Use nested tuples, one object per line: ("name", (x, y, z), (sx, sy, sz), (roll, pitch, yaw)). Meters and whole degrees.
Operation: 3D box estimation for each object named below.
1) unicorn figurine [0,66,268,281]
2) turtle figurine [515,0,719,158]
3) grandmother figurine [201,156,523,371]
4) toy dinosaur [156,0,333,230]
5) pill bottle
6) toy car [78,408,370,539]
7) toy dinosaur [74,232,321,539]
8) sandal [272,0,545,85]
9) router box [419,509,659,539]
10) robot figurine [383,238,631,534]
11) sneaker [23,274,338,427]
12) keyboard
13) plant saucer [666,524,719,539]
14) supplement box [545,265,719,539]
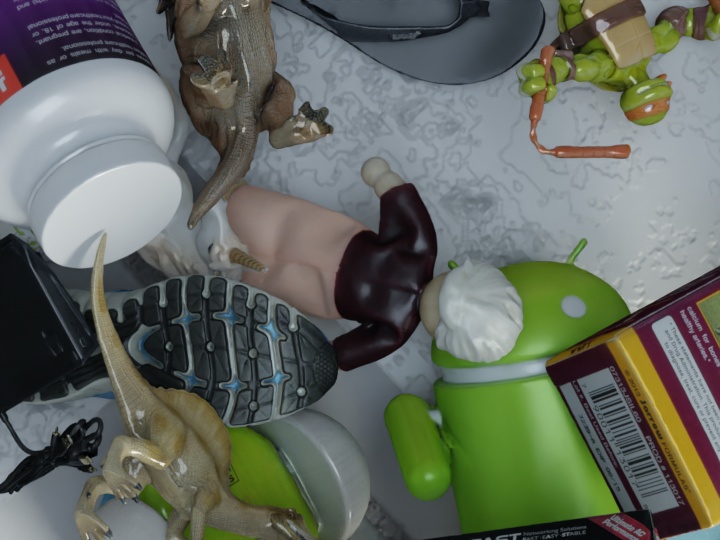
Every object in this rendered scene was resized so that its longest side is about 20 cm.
("unicorn figurine", (-0.136, -0.045, 1.384), (0.199, 0.074, 0.138), (-14, 84, 23))
("turtle figurine", (0.141, -0.146, 1.406), (0.199, 0.064, 0.162), (-23, 88, -31))
("grandmother figurine", (0.000, 0.000, 1.366), (0.199, 0.060, 0.122), (20, 102, 31))
("toy dinosaur", (-0.072, -0.116, 1.343), (0.085, 0.135, 0.201), (2, 83, -24))
("pill bottle", (-0.168, -0.101, 1.303), (0.112, 0.113, 0.200), (-31, 60, -1))
("toy car", (-0.075, 0.178, 1.381), (0.175, 0.150, 0.201), (-29, 101, -35))
("toy dinosaur", (-0.103, 0.089, 1.271), (0.058, 0.101, 0.200), (-25, 109, 40))
("sandal", (0.006, -0.155, 1.410), (0.199, 0.043, 0.076), (17, 93, -5))
("router box", (0.067, 0.205, 1.263), (0.199, 0.062, 0.150), (-9, 124, 16))
("robot figurine", (0.103, 0.086, 1.397), (0.175, 0.116, 0.201), (-11, 94, -4))
("sneaker", (-0.100, 0.038, 1.371), (0.199, 0.090, 0.079), (6, 92, 24))
("keyboard", (-0.193, 0.062, 1.349), (0.021, 0.200, 0.127), (-29, 90, -39))
("plant saucer", (0.196, 0.181, 1.461), (0.070, 0.019, 0.201), (2, 93, -5))
("supplement box", (0.213, 0.048, 1.332), (0.199, 0.086, 0.111), (-27, 89, -25))
